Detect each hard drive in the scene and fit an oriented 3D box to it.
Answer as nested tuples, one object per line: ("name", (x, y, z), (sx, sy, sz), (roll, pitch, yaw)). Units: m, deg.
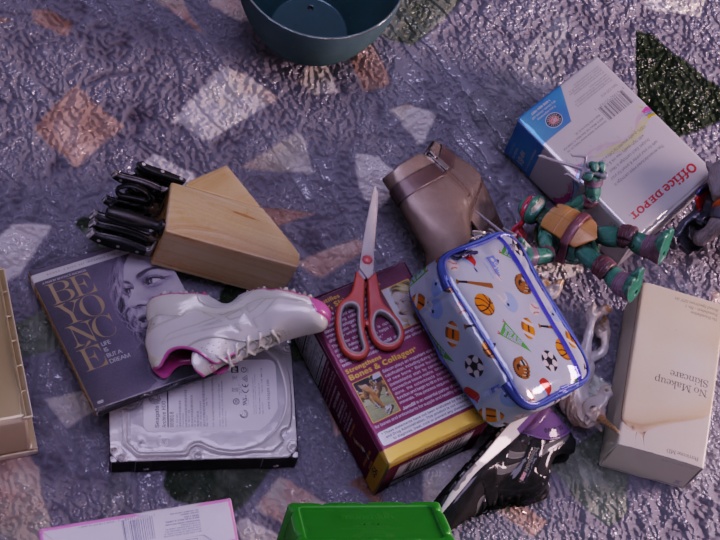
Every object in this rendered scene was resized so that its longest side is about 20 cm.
("hard drive", (-0.168, 0.140, 1.663), (0.198, 0.038, 0.141), (0, 64, -9))

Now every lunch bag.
("lunch bag", (0.149, 0.055, 1.648), (0.160, 0.075, 0.201), (-18, 76, -45))

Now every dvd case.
("dvd case", (-0.250, 0.053, 1.670), (0.148, 0.016, 0.201), (-18, 54, -22))

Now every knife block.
("knife block", (-0.189, -0.034, 1.703), (0.175, 0.064, 0.200), (-29, 72, -38))

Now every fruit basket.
("fruit basket", (0.006, 0.344, 1.560), (0.213, 0.156, 0.218), (-3, 108, -8))

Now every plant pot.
("plant pot", (-0.053, -0.319, 1.850), (0.198, 0.135, 0.202), (4, 63, -8))

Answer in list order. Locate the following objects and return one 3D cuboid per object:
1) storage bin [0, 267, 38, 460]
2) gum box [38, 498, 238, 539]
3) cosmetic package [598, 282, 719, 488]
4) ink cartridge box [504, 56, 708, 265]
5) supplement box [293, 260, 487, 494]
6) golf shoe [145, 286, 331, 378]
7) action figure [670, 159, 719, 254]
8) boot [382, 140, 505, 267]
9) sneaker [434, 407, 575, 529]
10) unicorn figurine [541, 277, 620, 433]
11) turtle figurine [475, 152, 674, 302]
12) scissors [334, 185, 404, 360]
("storage bin", (-0.447, 0.099, 1.602), (0.198, 0.094, 0.200), (-10, 66, -14))
("gum box", (-0.212, 0.284, 1.541), (0.198, 0.114, 0.067), (-7, 66, -13))
("cosmetic package", (0.335, 0.126, 1.739), (0.103, 0.073, 0.202), (15, 62, -3))
("ink cartridge box", (0.291, -0.127, 1.846), (0.144, 0.085, 0.200), (-37, 75, -23))
("supplement box", (0.029, 0.113, 1.673), (0.130, 0.103, 0.201), (-22, 70, -18))
("golf shoe", (-0.127, 0.069, 1.610), (0.198, 0.075, 0.092), (-4, 59, 14))
("action figure", (0.465, -0.059, 1.807), (0.200, 0.104, 0.194), (-44, 111, -14))
("boot", (0.079, -0.053, 1.768), (0.146, 0.070, 0.200), (49, 45, -2))
("sneaker", (0.155, 0.223, 1.662), (0.088, 0.076, 0.200), (44, 65, 5))
("unicorn figurine", (0.226, 0.091, 1.744), (0.199, 0.074, 0.138), (24, 73, 18))
("turtle figurine", (0.239, -0.049, 1.750), (0.199, 0.101, 0.150), (29, 80, 21))
("scissors", (0.000, 0.000, 1.657), (0.072, 0.014, 0.202), (-4, 66, -10))
